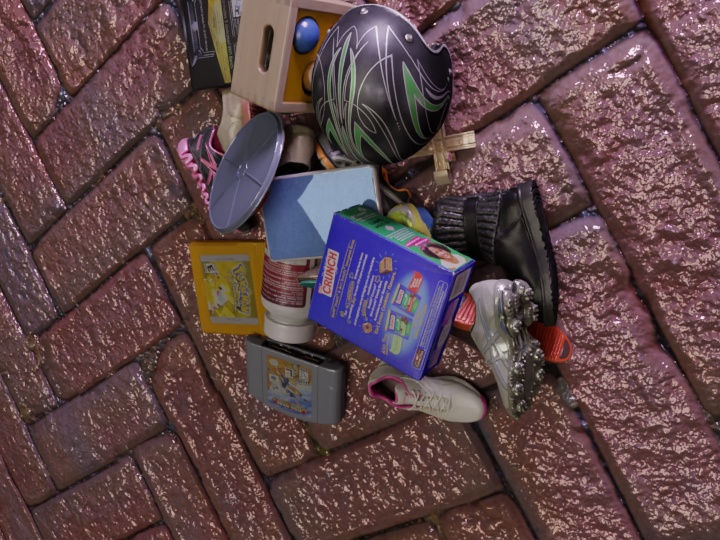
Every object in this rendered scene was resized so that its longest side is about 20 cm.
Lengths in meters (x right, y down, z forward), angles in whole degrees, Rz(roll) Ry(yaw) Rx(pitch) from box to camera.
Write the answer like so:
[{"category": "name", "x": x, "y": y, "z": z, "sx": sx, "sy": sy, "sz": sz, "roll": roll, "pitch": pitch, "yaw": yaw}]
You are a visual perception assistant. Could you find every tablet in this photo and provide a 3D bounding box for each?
[{"category": "tablet", "x": -0.060, "y": -0.084, "z": 1.092, "sx": 0.196, "sy": 0.014, "sz": 0.133, "roll": -4, "pitch": 101, "yaw": 22}]

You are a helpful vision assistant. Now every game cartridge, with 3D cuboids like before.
[{"category": "game cartridge", "x": -0.119, "y": 0.200, "z": 1.292, "sx": 0.197, "sy": 0.041, "sz": 0.136, "roll": 15, "pitch": 116, "yaw": 23}, {"category": "game cartridge", "x": -0.221, "y": 0.033, "z": 1.321, "sx": 0.197, "sy": 0.032, "sz": 0.180, "roll": 1, "pitch": 104, "yaw": 31}]

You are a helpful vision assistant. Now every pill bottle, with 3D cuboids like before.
[{"category": "pill bottle", "x": -0.110, "y": 0.011, "z": 1.204, "sx": 0.108, "sy": 0.109, "sz": 0.204, "roll": 17, "pitch": 111, "yaw": 25}]

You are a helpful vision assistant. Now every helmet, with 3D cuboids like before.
[{"category": "helmet", "x": 0.024, "y": -0.246, "z": 0.978, "sx": 0.197, "sy": 0.190, "sz": 0.204, "roll": 5, "pitch": 99, "yaw": 31}]

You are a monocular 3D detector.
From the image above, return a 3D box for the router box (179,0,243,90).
[{"category": "router box", "x": -0.217, "y": -0.407, "z": 1.184, "sx": 0.155, "sy": 0.052, "sz": 0.204, "roll": 2, "pitch": 104, "yaw": 29}]

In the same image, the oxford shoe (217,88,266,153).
[{"category": "oxford shoe", "x": -0.203, "y": -0.208, "z": 1.221, "sx": 0.072, "sy": 0.071, "sz": 0.204, "roll": 6, "pitch": 96, "yaw": 22}]

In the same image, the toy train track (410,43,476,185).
[{"category": "toy train track", "x": 0.105, "y": -0.226, "z": 1.060, "sx": 0.113, "sy": 0.032, "sz": 0.204, "roll": -5, "pitch": 100, "yaw": 31}]

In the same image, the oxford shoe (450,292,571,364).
[{"category": "oxford shoe", "x": 0.216, "y": 0.095, "z": 1.078, "sx": 0.197, "sy": 0.072, "sz": 0.073, "roll": 22, "pitch": 147, "yaw": 16}]

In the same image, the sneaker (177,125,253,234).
[{"category": "sneaker", "x": -0.235, "y": -0.162, "z": 1.258, "sx": 0.095, "sy": 0.079, "sz": 0.202, "roll": -32, "pitch": 90, "yaw": 16}]

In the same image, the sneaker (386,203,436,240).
[{"category": "sneaker", "x": 0.100, "y": -0.005, "z": 1.080, "sx": 0.075, "sy": 0.105, "sz": 0.204, "roll": -6, "pitch": 100, "yaw": 33}]

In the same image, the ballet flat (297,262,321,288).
[{"category": "ballet flat", "x": 0.000, "y": 0.000, "z": 1.139, "sx": 0.196, "sy": 0.068, "sz": 0.069, "roll": 5, "pitch": 76, "yaw": -1}]

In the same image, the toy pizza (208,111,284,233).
[{"category": "toy pizza", "x": -0.170, "y": -0.148, "z": 1.108, "sx": 0.199, "sy": 0.031, "sz": 0.203, "roll": -31, "pitch": 47, "yaw": 40}]

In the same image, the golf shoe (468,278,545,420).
[{"category": "golf shoe", "x": 0.199, "y": 0.105, "z": 1.009, "sx": 0.096, "sy": 0.077, "sz": 0.204, "roll": 10, "pitch": 113, "yaw": 48}]

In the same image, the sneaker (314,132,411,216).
[{"category": "sneaker", "x": 0.001, "y": -0.147, "z": 1.127, "sx": 0.077, "sy": 0.078, "sz": 0.200, "roll": -42, "pitch": 74, "yaw": 2}]

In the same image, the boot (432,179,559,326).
[{"category": "boot", "x": 0.195, "y": -0.016, "z": 1.036, "sx": 0.155, "sy": 0.079, "sz": 0.215, "roll": -13, "pitch": 87, "yaw": 25}]

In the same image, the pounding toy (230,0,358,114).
[{"category": "pounding toy", "x": -0.073, "y": -0.298, "z": 1.071, "sx": 0.141, "sy": 0.183, "sz": 0.203, "roll": 28, "pitch": 116, "yaw": 33}]

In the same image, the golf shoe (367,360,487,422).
[{"category": "golf shoe", "x": 0.101, "y": 0.203, "z": 1.148, "sx": 0.197, "sy": 0.091, "sz": 0.077, "roll": 15, "pitch": 109, "yaw": 24}]

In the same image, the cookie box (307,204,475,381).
[{"category": "cookie box", "x": 0.038, "y": 0.027, "z": 1.017, "sx": 0.198, "sy": 0.075, "sz": 0.174, "roll": 28, "pitch": 116, "yaw": 23}]

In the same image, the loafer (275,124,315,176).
[{"category": "loafer", "x": -0.126, "y": -0.148, "z": 1.156, "sx": 0.074, "sy": 0.069, "sz": 0.201, "roll": 10, "pitch": 146, "yaw": -16}]
